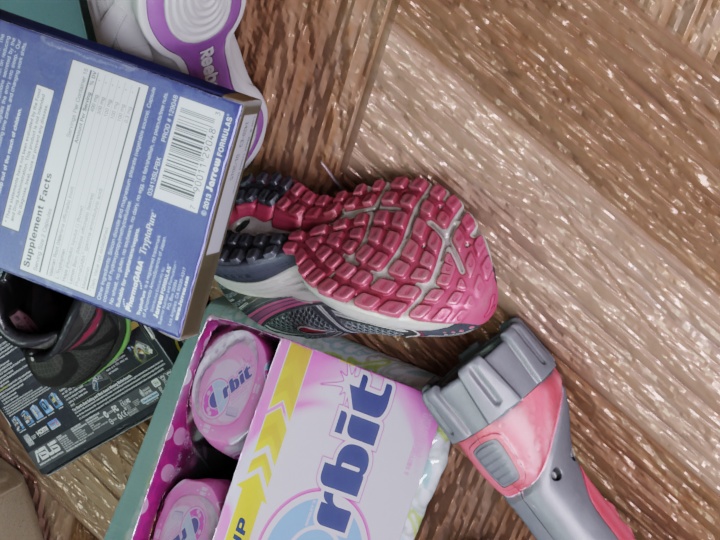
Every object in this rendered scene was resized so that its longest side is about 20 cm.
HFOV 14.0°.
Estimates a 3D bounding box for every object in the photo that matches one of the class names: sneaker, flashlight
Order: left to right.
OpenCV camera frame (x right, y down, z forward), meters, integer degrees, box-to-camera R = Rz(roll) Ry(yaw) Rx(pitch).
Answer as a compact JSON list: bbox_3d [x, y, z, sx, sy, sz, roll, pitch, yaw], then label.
[{"bbox_3d":[-0.165,0.011,1.550,0.077,0.084,0.200,45,155,14],"label":"sneaker"},{"bbox_3d":[-0.097,-0.114,1.489,0.100,0.075,0.201,51,150,39],"label":"sneaker"},{"bbox_3d":[0.000,0.000,1.457,0.200,0.081,0.075,13,147,50],"label":"sneaker"},{"bbox_3d":[0.113,0.120,1.432,0.200,0.068,0.068,51,-178,-4],"label":"flashlight"}]

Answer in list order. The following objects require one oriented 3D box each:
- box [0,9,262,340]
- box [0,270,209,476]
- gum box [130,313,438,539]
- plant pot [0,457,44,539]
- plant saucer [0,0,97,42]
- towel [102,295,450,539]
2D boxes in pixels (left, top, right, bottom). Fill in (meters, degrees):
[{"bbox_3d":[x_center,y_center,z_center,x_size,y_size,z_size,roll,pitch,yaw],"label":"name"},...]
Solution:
[{"bbox_3d":[-0.155,-0.057,1.434,0.199,0.032,0.122,20,103,16],"label":"box"},{"bbox_3d":[-0.172,0.021,1.688,0.162,0.049,0.200,54,145,-3],"label":"box"},{"bbox_3d":[-0.048,0.137,1.436,0.113,0.201,0.066,22,174,-40],"label":"gum box"},{"bbox_3d":[-0.314,0.194,1.891,0.199,0.200,0.178,32,127,28],"label":"plant pot"},{"bbox_3d":[-0.213,-0.159,1.613,0.199,0.019,0.070,18,132,39],"label":"plant saucer"},{"bbox_3d":[-0.047,0.128,1.544,0.171,0.201,0.048,21,178,35],"label":"towel"}]
